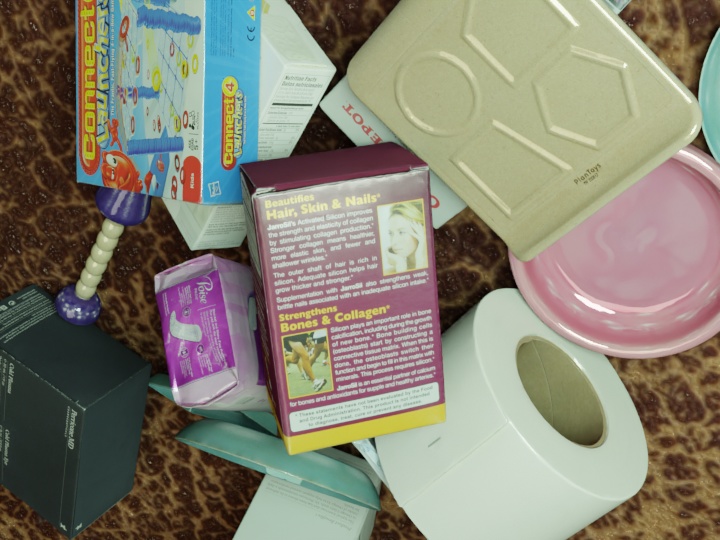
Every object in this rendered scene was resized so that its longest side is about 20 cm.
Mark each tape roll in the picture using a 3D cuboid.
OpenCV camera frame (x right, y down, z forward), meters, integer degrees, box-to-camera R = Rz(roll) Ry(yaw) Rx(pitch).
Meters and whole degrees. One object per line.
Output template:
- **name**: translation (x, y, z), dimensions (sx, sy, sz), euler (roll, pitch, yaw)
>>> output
- **tape roll**: translation (0.128, 0.137, 0.852), dimensions (0.202, 0.203, 0.139), euler (42, 124, -5)

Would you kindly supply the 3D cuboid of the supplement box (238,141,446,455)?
- **supplement box**: translation (-0.015, 0.017, 0.745), dimensions (0.129, 0.103, 0.203), euler (-9, 109, -12)

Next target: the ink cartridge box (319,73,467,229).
- **ink cartridge box**: translation (0.084, -0.145, 0.759), dimensions (0.145, 0.084, 0.199), euler (45, 134, -8)

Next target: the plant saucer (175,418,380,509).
- **plant saucer**: translation (-0.072, 0.174, 0.902), dimensions (0.197, 0.028, 0.200), euler (18, 166, 4)

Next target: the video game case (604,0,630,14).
- **video game case**: translation (0.129, -0.270, 0.730), dimensions (0.200, 0.023, 0.182), euler (41, 125, -3)

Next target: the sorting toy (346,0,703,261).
- **sorting toy**: translation (0.106, -0.124, 0.684), dimensions (0.200, 0.037, 0.185), euler (46, 134, -4)

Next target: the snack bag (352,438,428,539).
- **snack bag**: translation (0.033, 0.196, 0.942), dimensions (0.021, 0.200, 0.190), euler (-35, 103, 0)

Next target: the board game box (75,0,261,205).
- **board game box**: translation (-0.160, -0.163, 0.801), dimensions (0.194, 0.055, 0.204), euler (11, 103, 45)

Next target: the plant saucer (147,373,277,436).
- **plant saucer**: translation (-0.154, 0.134, 1.011), dimensions (0.070, 0.019, 0.199), euler (39, 160, -27)

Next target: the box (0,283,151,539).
- **box**: translation (-0.339, 0.155, 1.088), dimensions (0.181, 0.104, 0.202), euler (31, 126, 19)

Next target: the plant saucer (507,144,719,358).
- **plant saucer**: translation (0.223, -0.024, 0.815), dimensions (0.197, 0.051, 0.203), euler (10, 122, 16)

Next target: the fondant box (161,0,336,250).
- **fondant box**: translation (-0.116, -0.139, 0.839), dimensions (0.145, 0.058, 0.201), euler (55, 129, 28)

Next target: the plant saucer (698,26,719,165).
- **plant saucer**: translation (0.349, -0.133, 0.716), dimensions (0.197, 0.027, 0.203), euler (10, 122, 16)

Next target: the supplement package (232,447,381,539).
- **supplement package**: translation (-0.064, 0.291, 1.007), dimensions (0.115, 0.201, 0.118), euler (19, 137, 10)

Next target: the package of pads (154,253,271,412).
- **package of pads**: translation (-0.097, 0.064, 0.887), dimensions (0.075, 0.199, 0.122), euler (-19, 74, 20)

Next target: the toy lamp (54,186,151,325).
- **toy lamp**: translation (-0.260, -0.028, 1.002), dimensions (0.058, 0.058, 0.201), euler (35, 124, -1)
